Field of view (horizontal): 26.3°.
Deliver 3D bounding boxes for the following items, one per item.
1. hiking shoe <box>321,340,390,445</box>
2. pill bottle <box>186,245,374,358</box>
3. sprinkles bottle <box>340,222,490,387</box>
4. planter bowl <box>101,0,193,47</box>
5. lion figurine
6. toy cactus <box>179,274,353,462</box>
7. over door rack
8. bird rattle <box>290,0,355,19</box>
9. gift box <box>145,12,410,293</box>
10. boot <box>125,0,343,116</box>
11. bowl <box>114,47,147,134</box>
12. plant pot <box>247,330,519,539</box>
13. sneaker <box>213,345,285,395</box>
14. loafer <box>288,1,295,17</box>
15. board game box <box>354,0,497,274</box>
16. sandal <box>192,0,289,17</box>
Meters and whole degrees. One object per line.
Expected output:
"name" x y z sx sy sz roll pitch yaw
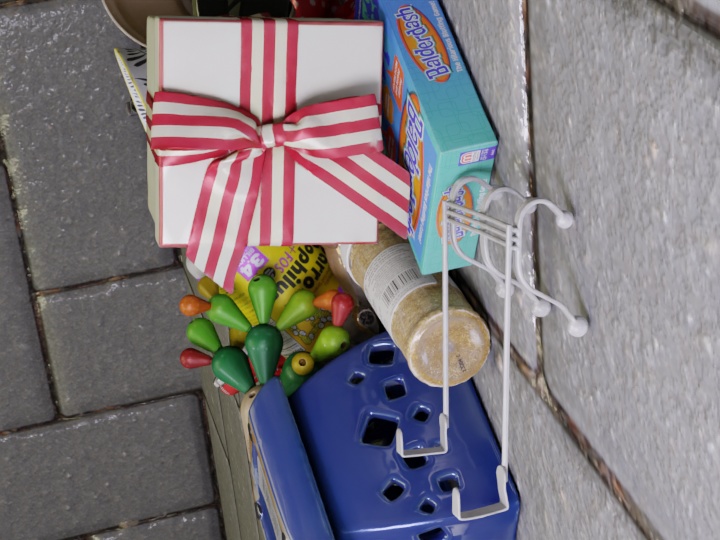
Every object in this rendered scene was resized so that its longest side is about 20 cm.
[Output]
"hiking shoe" 0.010 0.119 1.419 0.200 0.100 0.076 106 164 -62
"pill bottle" -0.060 0.022 1.452 0.200 0.104 0.104 43 179 -18
"sprinkles bottle" 0.040 0.018 1.232 0.200 0.068 0.068 -122 23 -60
"planter bowl" -0.166 -0.324 1.652 0.135 0.200 0.201 -4 -99 -74
"lion figurine" 0.000 0.000 1.391 0.122 0.072 0.201 -173 70 -77
"toy cactus" -0.086 0.086 1.352 0.102 0.199 0.166 -2 -89 -57
"over door rack" 0.087 0.046 0.999 0.148 0.066 0.201 -146 67 -74
"bird rattle" -0.031 -0.164 1.338 0.163 0.112 0.201 -75 -21 -79
"gift box" -0.068 -0.095 1.152 0.187 0.184 0.201 -138 43 -75
"boot" -0.116 -0.189 1.443 0.200 0.174 0.069 -39 61 53
"bowl" -0.132 -0.118 1.345 0.201 0.094 0.201 156 90 -83
"plant pot" 0.009 0.186 1.273 0.200 0.179 0.200 90 163 -50
"sneaker" -0.058 0.087 1.539 0.085 0.200 0.077 55 135 12
"loafer" -0.067 -0.266 1.478 0.200 0.063 0.072 96 159 -56
"board game box" 0.042 -0.121 1.145 0.152 0.045 0.200 96 159 -56
"sandal" -0.100 -0.178 1.260 0.057 0.080 0.202 -154 62 -69
